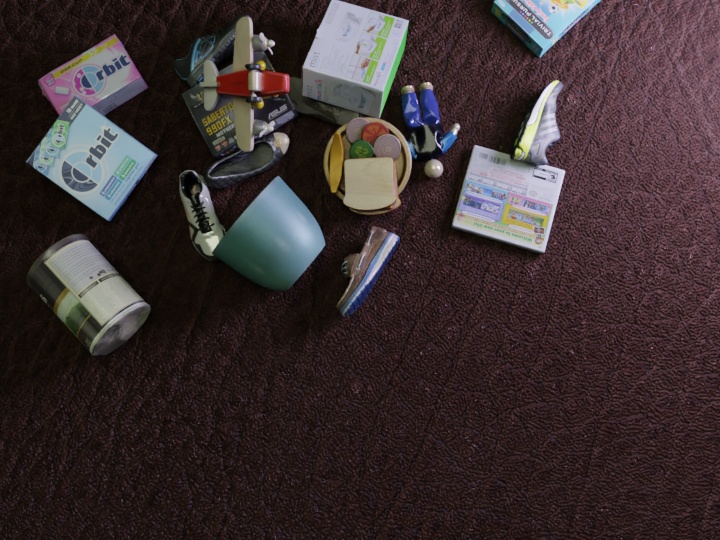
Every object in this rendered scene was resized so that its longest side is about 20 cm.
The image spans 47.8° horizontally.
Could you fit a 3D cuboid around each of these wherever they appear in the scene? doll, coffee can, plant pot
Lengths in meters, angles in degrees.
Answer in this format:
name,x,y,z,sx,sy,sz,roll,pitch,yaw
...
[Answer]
name,x,y,z,sx,sy,sz,roll,pitch,yaw
doll,0.142,-0.292,1.706,0.135,0.048,0.202,-9,79,0
coffee can,-0.536,0.049,1.605,0.146,0.146,0.200,-44,82,-7
plant pot,-0.168,-0.056,1.600,0.161,0.201,0.201,42,83,-6

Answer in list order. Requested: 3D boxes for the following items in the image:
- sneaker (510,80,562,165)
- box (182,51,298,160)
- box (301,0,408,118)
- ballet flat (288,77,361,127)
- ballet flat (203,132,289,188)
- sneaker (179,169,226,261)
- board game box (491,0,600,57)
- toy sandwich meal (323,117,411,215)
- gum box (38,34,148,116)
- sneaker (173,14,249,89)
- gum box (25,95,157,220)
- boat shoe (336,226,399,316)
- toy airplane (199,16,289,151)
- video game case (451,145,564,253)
name,x,y,z,sx,sy,sz,roll,pitch,yaw
sneaker,0.382,-0.305,1.697,0.080,0.074,0.201,27,79,-7
box,-0.253,-0.349,1.711,0.199,0.048,0.159,-29,80,4
box,-0.011,-0.443,1.688,0.175,0.097,0.201,16,64,4
ballet flat,-0.085,-0.354,1.729,0.199,0.046,0.068,25,102,11
ballet flat,-0.233,-0.227,1.690,0.199,0.057,0.067,-32,94,-11
sneaker,-0.331,-0.114,1.667,0.073,0.080,0.202,-22,81,-5
board game box,0.407,-0.585,1.756,0.200,0.047,0.151,-43,81,-7
toy sandwich meal,0.012,-0.214,1.664,0.203,0.070,0.207,0,94,5
gum box,-0.572,-0.395,1.730,0.199,0.066,0.114,-33,81,-5
sneaker,-0.316,-0.482,1.738,0.082,0.073,0.200,40,82,8
gum box,-0.552,-0.230,1.675,0.199,0.045,0.170,37,89,-8
boat shoe,0.000,0.000,1.648,0.072,0.072,0.201,30,71,11
toy airplane,-0.225,-0.371,1.631,0.200,0.140,0.200,56,129,21
video game case,0.307,-0.148,1.689,0.198,0.022,0.184,16,80,3
